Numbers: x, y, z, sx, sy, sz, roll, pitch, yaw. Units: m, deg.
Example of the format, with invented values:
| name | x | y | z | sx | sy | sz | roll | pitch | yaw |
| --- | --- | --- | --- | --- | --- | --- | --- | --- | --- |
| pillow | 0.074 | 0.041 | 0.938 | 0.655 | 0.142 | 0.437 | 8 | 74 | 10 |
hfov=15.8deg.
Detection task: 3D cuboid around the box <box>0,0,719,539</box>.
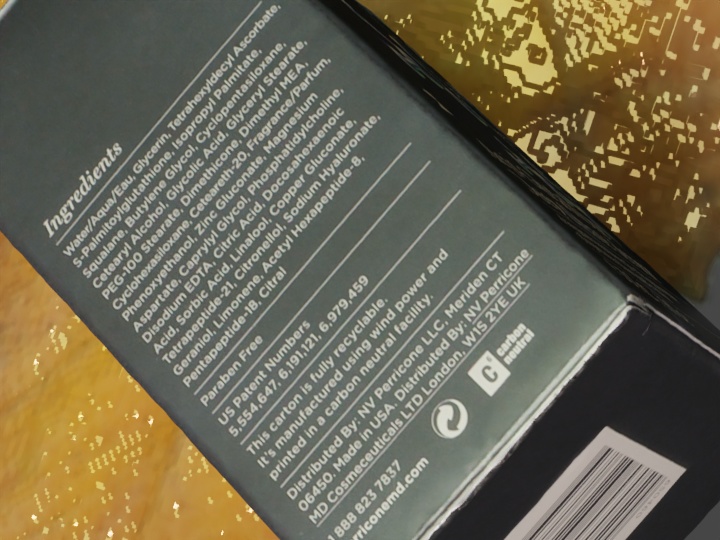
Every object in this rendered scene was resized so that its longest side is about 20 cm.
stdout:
| name | x | y | z | sx | sy | sz | roll | pitch | yaw |
| --- | --- | --- | --- | --- | --- | --- | --- | --- | --- |
| box | 0.000 | 0.000 | 0.720 | 0.107 | 0.148 | 0.200 | -49 | 63 | 7 |
